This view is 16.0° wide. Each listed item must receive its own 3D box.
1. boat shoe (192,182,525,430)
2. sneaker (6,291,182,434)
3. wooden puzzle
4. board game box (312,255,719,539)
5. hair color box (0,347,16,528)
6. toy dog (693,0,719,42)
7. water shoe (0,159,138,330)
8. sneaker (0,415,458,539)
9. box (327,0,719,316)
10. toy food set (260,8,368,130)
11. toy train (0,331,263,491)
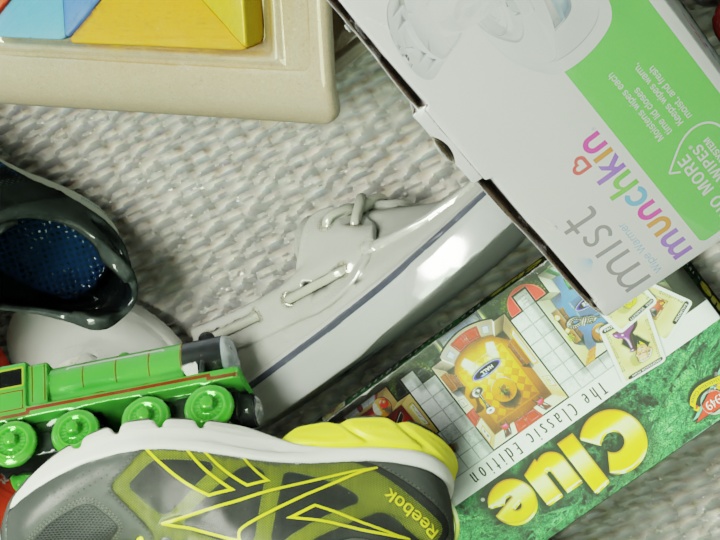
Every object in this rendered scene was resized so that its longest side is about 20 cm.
[{"bbox_3d":[0.000,0.000,1.142,0.200,0.072,0.066,-38,84,39],"label":"boat shoe"},{"bbox_3d":[-0.109,0.079,1.194,0.200,0.088,0.075,45,111,24],"label":"sneaker"},{"bbox_3d":[-0.099,-0.158,1.065,0.184,0.037,0.201,5,112,26],"label":"wooden puzzle"},{"bbox_3d":[0.072,0.064,1.140,0.200,0.023,0.105,-37,97,14],"label":"board game box"},{"bbox_3d":[-0.203,0.094,1.231,0.102,0.061,0.200,-50,60,32],"label":"hair color box"},{"bbox_3d":[0.155,-0.141,0.976,0.096,0.132,0.200,-36,96,11],"label":"toy dog"},{"bbox_3d":[-0.190,-0.028,1.161,0.199,0.079,0.072,17,100,-27],"label":"water shoe"},{"bbox_3d":[-0.053,0.112,1.088,0.199,0.085,0.075,-7,139,-2],"label":"sneaker"},{"bbox_3d":[0.050,-0.112,0.957,0.097,0.177,0.200,-36,121,10],"label":"box"},{"bbox_3d":[-0.056,-0.174,1.085,0.143,0.060,0.200,-37,99,34],"label":"toy food set"},{"bbox_3d":[-0.140,0.067,1.140,0.199,0.057,0.042,-11,147,8],"label":"toy train"}]
